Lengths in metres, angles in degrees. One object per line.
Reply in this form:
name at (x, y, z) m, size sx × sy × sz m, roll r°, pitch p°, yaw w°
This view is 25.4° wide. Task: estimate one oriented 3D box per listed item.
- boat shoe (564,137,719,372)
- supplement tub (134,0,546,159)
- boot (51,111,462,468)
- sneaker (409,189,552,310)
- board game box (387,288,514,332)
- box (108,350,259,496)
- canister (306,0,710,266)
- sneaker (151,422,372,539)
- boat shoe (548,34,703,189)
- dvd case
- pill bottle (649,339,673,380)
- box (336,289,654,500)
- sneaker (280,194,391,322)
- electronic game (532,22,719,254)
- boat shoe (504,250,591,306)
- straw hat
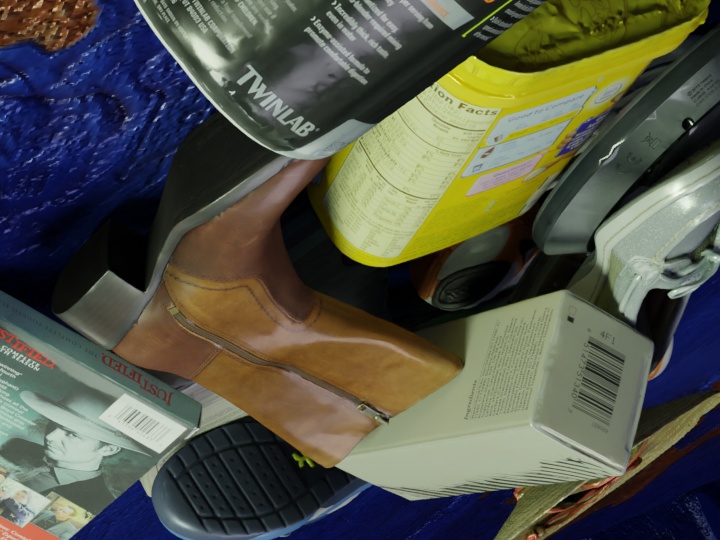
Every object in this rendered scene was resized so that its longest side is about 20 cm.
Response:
boat shoe at (0.159, -0.003, 0.834) m, size 0.074 × 0.065 × 0.202 m, roll -35°, pitch 166°, yaw -24°
supplement tub at (0.025, -0.138, 0.533) m, size 0.200 × 0.123 × 0.122 m, roll -34°, pitch 162°, yaw 19°
boot at (-0.023, 0.016, 0.803) m, size 0.200 × 0.069 × 0.188 m, roll 32°, pitch 118°, yaw -30°
sneaker at (0.132, -0.035, 1.077) m, size 0.200 × 0.076 × 0.092 m, roll -20°, pitch 177°, yaw 16°
board game box at (0.084, 0.027, 1.135) m, size 0.200 × 0.029 × 0.135 m, roll -18°, pitch -169°, yaw -30°
box at (-0.108, 0.064, 0.966) m, size 0.095 × 0.078 × 0.200 m, roll -24°, pitch 162°, yaw -14°
canister at (0.063, -0.089, 0.787) m, size 0.148 × 0.087 × 0.200 m, roll -21°, pitch 163°, yaw -27°
sneaker at (-0.053, 0.133, 0.998) m, size 0.200 × 0.074 × 0.082 m, roll -12°, pitch 157°, yaw -45°
boat shoe at (0.156, -0.088, 0.960) m, size 0.200 × 0.066 × 0.072 m, roll -17°, pitch 159°, yaw -33°
dvd case at (-0.200, 0.095, 0.867) m, size 0.146 × 0.022 × 0.200 m, roll 32°, pitch 130°, yaw -22°
pill bottle at (0.146, 0.066, 1.298) m, size 0.200 × 0.113 × 0.113 m, roll -19°, pitch 160°, yaw -27°
box at (0.068, 0.075, 0.891) m, size 0.068 × 0.082 × 0.200 m, roll 28°, pitch 157°, yaw -24°
sneaker at (0.000, 0.000, 0.967) m, size 0.087 × 0.074 × 0.200 m, roll -36°, pitch 161°, yaw 9°
electronic game at (0.170, -0.079, 0.854) m, size 0.200 × 0.042 × 0.200 m, roll -38°, pitch 167°, yaw -10°
boat shoe at (0.126, 0.020, 1.013) m, size 0.073 × 0.063 × 0.201 m, roll 17°, pitch 115°, yaw -26°
straw hat at (0.120, 0.096, 0.961) m, size 0.201 × 0.085 × 0.201 m, roll -32°, pitch 164°, yaw -10°
